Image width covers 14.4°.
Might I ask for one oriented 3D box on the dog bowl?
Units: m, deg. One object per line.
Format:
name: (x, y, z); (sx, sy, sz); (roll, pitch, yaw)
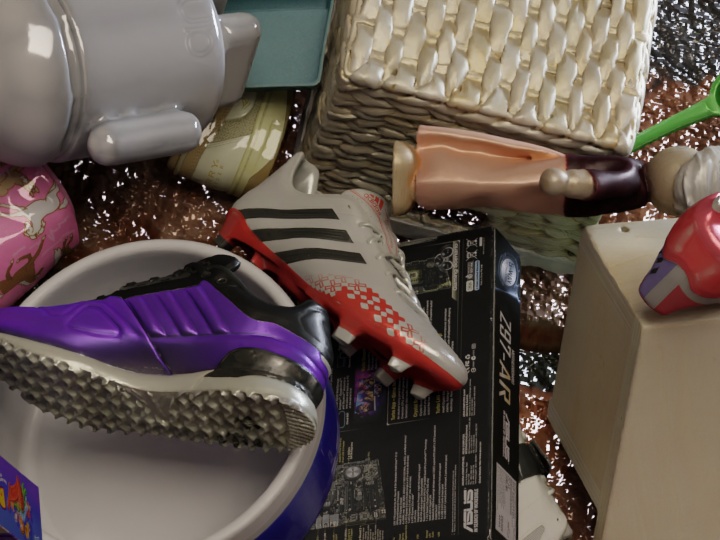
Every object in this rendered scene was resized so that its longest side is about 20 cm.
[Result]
dog bowl: (-0.114, 0.088, 1.617); (0.200, 0.079, 0.200); (-4, 63, 9)

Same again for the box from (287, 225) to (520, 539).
box: (0.012, 0.082, 1.658); (0.160, 0.044, 0.200); (-11, 60, 22)

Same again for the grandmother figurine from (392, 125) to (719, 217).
grandmother figurine: (0.119, -0.052, 1.638); (0.200, 0.121, 0.061); (1, 100, 4)

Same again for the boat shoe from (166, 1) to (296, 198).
boat shoe: (-0.068, -0.141, 1.786); (0.063, 0.073, 0.201); (18, 68, -9)

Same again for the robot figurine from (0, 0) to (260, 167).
robot figurine: (-0.159, -0.123, 1.654); (0.200, 0.113, 0.170); (-13, 47, -32)

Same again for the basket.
basket: (0.077, -0.134, 1.765); (0.198, 0.161, 0.200); (15, 60, -4)

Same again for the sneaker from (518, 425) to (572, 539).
sneaker: (0.081, 0.132, 1.689); (0.088, 0.074, 0.200); (13, 62, -23)

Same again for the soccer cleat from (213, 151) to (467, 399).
soccer cleat: (0.000, 0.000, 1.641); (0.085, 0.069, 0.200); (-49, 51, -7)

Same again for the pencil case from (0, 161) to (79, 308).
pencil case: (-0.260, 0.006, 1.661); (0.086, 0.083, 0.200); (25, 55, 40)

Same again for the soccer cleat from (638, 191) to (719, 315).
soccer cleat: (0.231, -0.020, 1.619); (0.200, 0.076, 0.067); (-17, 70, -53)

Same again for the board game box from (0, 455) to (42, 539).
board game box: (-0.286, 0.134, 1.517); (0.200, 0.134, 0.045); (-13, 65, 11)

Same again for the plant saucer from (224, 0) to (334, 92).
plant saucer: (-0.112, -0.136, 1.753); (0.200, 0.019, 0.070); (-1, 62, 19)

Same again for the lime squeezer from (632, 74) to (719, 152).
lime squeezer: (0.255, -0.114, 1.843); (0.200, 0.071, 0.038); (-16, 85, -19)

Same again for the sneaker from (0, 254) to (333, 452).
sneaker: (-0.107, 0.035, 1.564); (0.200, 0.070, 0.100); (10, 59, 13)

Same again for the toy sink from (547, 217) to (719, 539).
toy sink: (0.192, 0.076, 1.699); (0.130, 0.200, 0.112); (-6, 36, -16)
